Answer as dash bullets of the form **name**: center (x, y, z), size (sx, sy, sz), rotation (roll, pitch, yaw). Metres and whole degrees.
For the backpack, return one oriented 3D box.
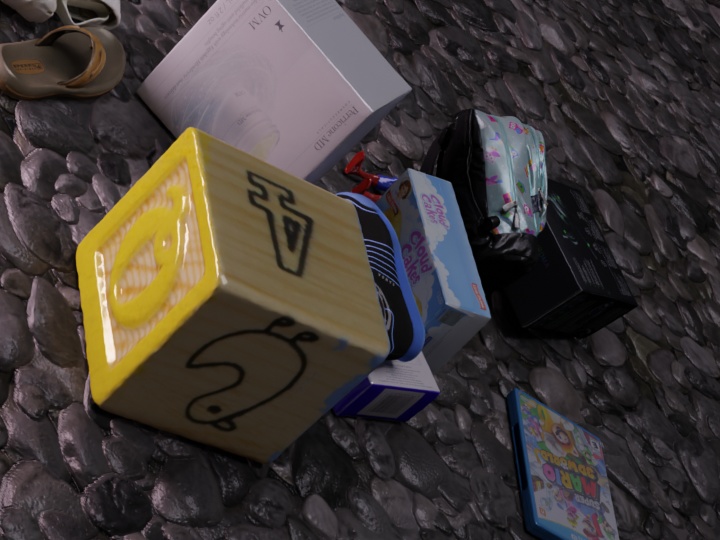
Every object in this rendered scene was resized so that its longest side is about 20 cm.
- **backpack**: center (0.143, -0.082, 2.068), size (0.126, 0.167, 0.202), rotation (12, 66, -29)

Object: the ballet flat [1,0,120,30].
- **ballet flat**: center (-0.317, -0.284, 1.865), size (0.199, 0.069, 0.070), rotation (1, 54, -55)

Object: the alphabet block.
- **alphabet block**: center (-0.118, 0.026, 1.626), size (0.199, 0.195, 0.197), rotation (23, 36, -36)

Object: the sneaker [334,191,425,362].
- **sneaker**: center (0.000, 0.000, 1.813), size (0.078, 0.070, 0.201), rotation (14, 44, -49)

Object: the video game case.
- **video game case**: center (0.229, 0.237, 2.015), size (0.143, 0.018, 0.201), rotation (32, 33, -28)

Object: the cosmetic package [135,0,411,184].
- **cosmetic package**: center (-0.092, -0.191, 1.907), size (0.200, 0.199, 0.123), rotation (48, 29, 1)

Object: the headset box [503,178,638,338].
- **headset box**: center (0.232, -0.018, 2.204), size (0.200, 0.092, 0.175), rotation (11, 50, -60)

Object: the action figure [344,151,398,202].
- **action figure**: center (0.070, -0.082, 2.155), size (0.199, 0.052, 0.066), rotation (25, 34, -40)

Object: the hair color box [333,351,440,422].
- **hair color box**: center (-0.006, 0.056, 1.870), size (0.109, 0.065, 0.201), rotation (11, 47, -46)

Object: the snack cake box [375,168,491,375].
- **snack cake box**: center (0.064, 0.002, 1.968), size (0.067, 0.115, 0.201), rotation (17, 41, -32)

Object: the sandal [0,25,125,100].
- **sandal**: center (-0.296, -0.216, 1.813), size (0.081, 0.054, 0.200), rotation (54, 30, 10)
